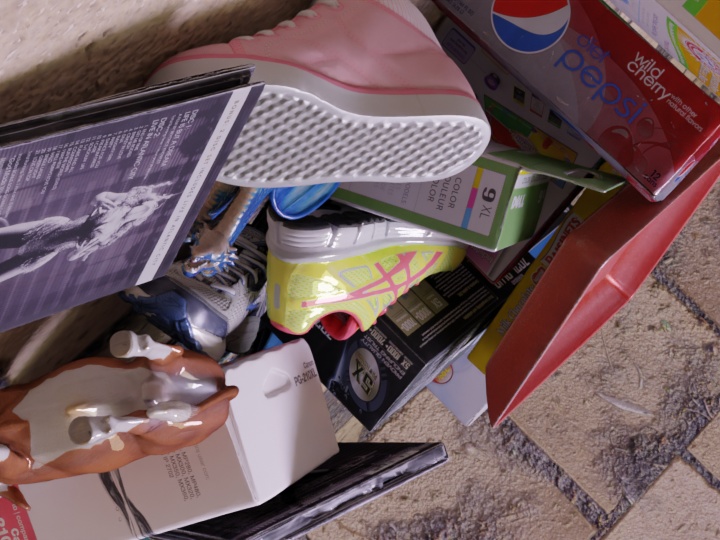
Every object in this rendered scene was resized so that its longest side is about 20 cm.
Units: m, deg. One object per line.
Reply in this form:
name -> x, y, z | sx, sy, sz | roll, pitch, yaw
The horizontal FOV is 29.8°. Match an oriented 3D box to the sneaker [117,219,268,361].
sneaker -> -0.094, 0.003, 0.879 | 0.086, 0.077, 0.200 | -56, 177, 4

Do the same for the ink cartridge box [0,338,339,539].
ink cartridge box -> -0.132, 0.119, 0.874 | 0.199, 0.085, 0.145 | -19, 180, 20

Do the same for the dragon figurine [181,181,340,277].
dragon figurine -> -0.038, -0.072, 0.797 | 0.200, 0.059, 0.100 | -38, 168, -36

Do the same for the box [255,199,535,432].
box -> 0.022, 0.002, 1.043 | 0.200, 0.164, 0.086 | -34, 165, -51

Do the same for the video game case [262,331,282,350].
video game case -> -0.062, 0.061, 1.156 | 0.144, 0.018, 0.200 | -63, 178, 24

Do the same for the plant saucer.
plant saucer -> 0.171, -0.002, 0.957 | 0.199, 0.037, 0.201 | -36, 160, -38

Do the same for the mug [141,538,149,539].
mug -> -0.182, 0.227, 1.079 | 0.114, 0.153, 0.185 | -28, 166, -1

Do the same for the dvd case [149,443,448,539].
dvd case -> -0.049, 0.152, 0.915 | 0.148, 0.016, 0.200 | -22, -176, -27

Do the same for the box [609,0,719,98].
box -> 0.171, -0.199, 0.738 | 0.113, 0.200, 0.101 | -46, 170, 7

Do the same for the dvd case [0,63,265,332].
dvd case -> -0.145, -0.019, 0.594 | 0.199, 0.016, 0.149 | -21, 156, -41

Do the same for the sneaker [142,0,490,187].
sneaker -> -0.031, -0.104, 0.703 | 0.199, 0.105, 0.075 | 0, 145, -34

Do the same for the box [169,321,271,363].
box -> -0.135, 0.095, 1.130 | 0.136, 0.038, 0.200 | -42, 169, -26

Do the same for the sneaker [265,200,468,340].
sneaker -> 0.000, 0.000, 0.911 | 0.199, 0.078, 0.091 | -3, 108, -51

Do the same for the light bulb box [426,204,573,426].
light bulb box -> 0.107, 0.002, 1.292 | 0.125, 0.200, 0.199 | -35, 166, -46

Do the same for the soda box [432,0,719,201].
soda box -> 0.136, -0.134, 0.855 | 0.070, 0.200, 0.063 | -47, 169, 7

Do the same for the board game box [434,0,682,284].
board game box -> 0.105, -0.113, 0.960 | 0.200, 0.153, 0.040 | -51, 169, 33

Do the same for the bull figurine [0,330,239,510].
bull figurine -> -0.168, 0.085, 0.744 | 0.199, 0.066, 0.121 | -20, 165, 10

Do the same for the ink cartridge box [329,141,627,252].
ink cartridge box -> 0.064, -0.056, 0.876 | 0.104, 0.199, 0.060 | -17, 123, -69

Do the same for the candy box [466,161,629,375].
candy box -> 0.154, -0.013, 1.009 | 0.102, 0.026, 0.201 | -31, 158, -50
